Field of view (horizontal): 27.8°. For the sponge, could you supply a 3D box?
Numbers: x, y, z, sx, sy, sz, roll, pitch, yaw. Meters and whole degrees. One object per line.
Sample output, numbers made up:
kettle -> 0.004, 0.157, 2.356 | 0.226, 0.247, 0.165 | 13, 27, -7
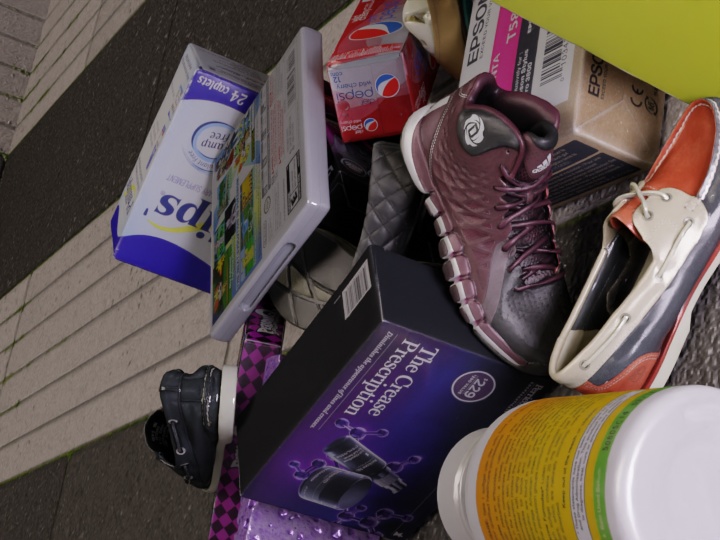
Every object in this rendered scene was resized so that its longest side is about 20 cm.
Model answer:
sponge -> -0.035, 0.171, 1.113 | 0.030, 0.111, 0.200 | -28, 48, 59

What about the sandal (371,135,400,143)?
sandal -> 0.065, -0.086, 1.154 | 0.045, 0.075, 0.200 | -58, 34, 14

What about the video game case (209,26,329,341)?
video game case -> -0.077, -0.071, 1.191 | 0.182, 0.022, 0.200 | -51, 32, 41

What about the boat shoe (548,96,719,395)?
boat shoe -> 0.174, -0.015, 0.872 | 0.200, 0.063, 0.071 | -68, 22, 2

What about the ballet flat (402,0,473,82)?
ballet flat -> 0.056, -0.220, 1.120 | 0.069, 0.063, 0.200 | -86, -13, -44

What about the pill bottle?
pill bottle -> 0.127, 0.124, 0.804 | 0.200, 0.111, 0.111 | -16, 58, 61

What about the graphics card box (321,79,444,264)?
graphics card box -> 0.003, -0.087, 1.211 | 0.051, 0.125, 0.200 | -54, 27, 22

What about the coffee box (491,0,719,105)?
coffee box -> 0.190, -0.251, 0.844 | 0.200, 0.200, 0.198 | -40, 36, 46

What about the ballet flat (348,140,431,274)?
ballet flat -> 0.000, 0.000, 1.061 | 0.200, 0.057, 0.066 | -65, -10, 15

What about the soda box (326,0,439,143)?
soda box -> 0.023, -0.174, 1.202 | 0.200, 0.063, 0.070 | -70, -30, -63

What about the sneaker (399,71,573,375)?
sneaker -> 0.101, -0.036, 0.932 | 0.200, 0.076, 0.116 | 63, 145, 9

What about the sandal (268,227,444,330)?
sandal -> 0.010, 0.019, 1.132 | 0.201, 0.057, 0.080 | 16, 95, 28

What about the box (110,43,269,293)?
box -> -0.115, -0.082, 1.378 | 0.200, 0.184, 0.105 | -64, 19, 16

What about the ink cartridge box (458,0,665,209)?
ink cartridge box -> 0.142, -0.152, 1.029 | 0.165, 0.075, 0.200 | -23, 53, 58

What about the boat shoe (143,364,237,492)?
boat shoe -> -0.136, 0.124, 1.137 | 0.199, 0.066, 0.075 | 116, 157, -68

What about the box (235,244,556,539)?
box -> 0.020, 0.092, 1.021 | 0.200, 0.141, 0.079 | -53, 31, 35

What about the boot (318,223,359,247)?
boot -> -0.033, 0.044, 1.260 | 0.165, 0.066, 0.200 | -49, 34, 26

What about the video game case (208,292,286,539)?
video game case -> -0.094, 0.108, 1.265 | 0.181, 0.036, 0.200 | -88, 9, -66
